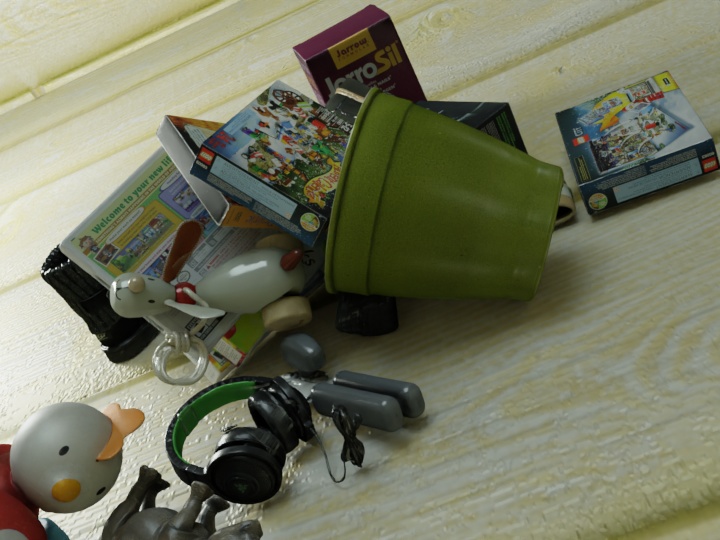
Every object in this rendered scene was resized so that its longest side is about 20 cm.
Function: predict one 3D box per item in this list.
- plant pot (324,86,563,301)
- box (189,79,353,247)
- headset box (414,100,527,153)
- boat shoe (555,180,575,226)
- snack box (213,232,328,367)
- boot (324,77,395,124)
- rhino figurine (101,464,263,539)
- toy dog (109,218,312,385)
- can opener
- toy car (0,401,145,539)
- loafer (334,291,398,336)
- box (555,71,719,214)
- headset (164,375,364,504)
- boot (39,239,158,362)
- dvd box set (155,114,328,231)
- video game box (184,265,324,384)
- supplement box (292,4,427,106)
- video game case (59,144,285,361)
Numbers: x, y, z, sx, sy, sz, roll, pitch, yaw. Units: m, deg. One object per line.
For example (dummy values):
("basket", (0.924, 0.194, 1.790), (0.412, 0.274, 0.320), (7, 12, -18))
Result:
("plant pot", (0.085, -0.055, 0.928), (0.192, 0.201, 0.201), (13, 37, 7))
("box", (-0.067, -0.115, 0.988), (0.038, 0.136, 0.200), (-60, 0, 33))
("headset box", (0.081, -0.124, 1.184), (0.200, 0.093, 0.174), (-40, 29, -24))
("boat shoe", (0.129, -0.048, 1.037), (0.199, 0.072, 0.076), (-23, 38, 7))
("snack box", (-0.123, -0.017, 1.062), (0.200, 0.142, 0.053), (-51, 0, -30))
("boot", (-0.006, -0.136, 1.126), (0.138, 0.077, 0.200), (-47, 31, -4))
("rhino figurine", (-0.143, 0.222, 0.807), (0.200, 0.060, 0.088), (3, 58, 44))
("toy dog", (-0.129, 0.011, 0.936), (0.200, 0.132, 0.096), (-26, -15, -26))
("can opener", (-0.023, 0.105, 0.905), (0.053, 0.067, 0.200), (-28, 22, -32))
("toy car", (-0.270, 0.183, 0.832), (0.200, 0.185, 0.177), (-35, 26, 1))
("loafer", (0.000, 0.000, 1.057), (0.070, 0.068, 0.201), (-7, 32, 3))
("box", (0.294, -0.143, 1.065), (0.136, 0.038, 0.200), (-20, 27, 15))
("headset", (-0.086, 0.140, 0.865), (0.199, 0.094, 0.124), (8, 41, 29))
("boot", (-0.294, -0.005, 1.242), (0.079, 0.158, 0.211), (-11, 31, 33))
("dvd box set", (-0.096, -0.098, 1.022), (0.146, 0.200, 0.029), (53, 123, 31))
("video game box", (-0.155, -0.005, 1.102), (0.200, 0.182, 0.047), (-44, -6, -30))
("supplement box", (0.013, -0.235, 1.326), (0.131, 0.200, 0.103), (-29, 26, -1))
("video game case", (-0.172, -0.035, 1.011), (0.200, 0.182, 0.022), (-51, -2, -28))
